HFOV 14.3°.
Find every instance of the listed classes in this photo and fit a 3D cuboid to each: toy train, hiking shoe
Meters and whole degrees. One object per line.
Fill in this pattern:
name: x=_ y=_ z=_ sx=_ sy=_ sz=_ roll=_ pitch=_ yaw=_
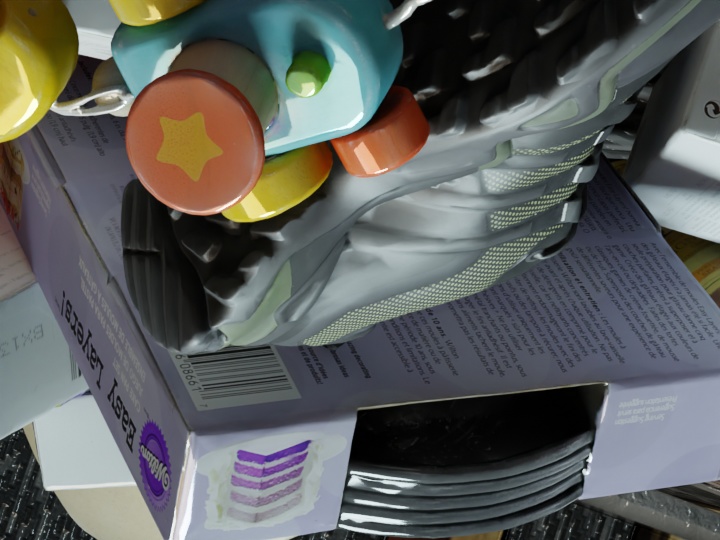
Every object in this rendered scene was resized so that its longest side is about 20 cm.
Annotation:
toy train: x=-0.072 y=-0.081 z=0.646 sx=0.200 sy=0.150 sz=0.056 roll=21 pitch=-141 yaw=6
hiking shoe: x=0.031 y=-0.045 z=0.732 sx=0.200 sy=0.076 sz=0.101 roll=-34 pitch=155 yaw=29

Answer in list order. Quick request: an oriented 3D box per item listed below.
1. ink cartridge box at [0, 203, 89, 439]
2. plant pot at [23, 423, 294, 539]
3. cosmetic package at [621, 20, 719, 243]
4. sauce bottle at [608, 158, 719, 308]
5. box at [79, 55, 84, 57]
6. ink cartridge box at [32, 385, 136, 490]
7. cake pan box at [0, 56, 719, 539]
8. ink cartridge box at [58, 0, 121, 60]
ink cartridge box: x=-0.172 y=0.003 z=0.956 sx=0.200 sy=0.050 sz=0.109 roll=12 pitch=-153 yaw=35
plant pot: x=-0.060 y=-0.009 z=1.088 sx=0.200 sy=0.200 sz=0.135 roll=13 pitch=145 yaw=42
cosmetic package: x=0.165 y=-0.028 z=0.887 sx=0.151 sy=0.052 sz=0.200 roll=20 pitch=175 yaw=1
sauce bottle: x=0.103 y=-0.004 z=1.059 sx=0.066 sy=0.066 sz=0.200 roll=22 pitch=-168 yaw=-34
box: x=-0.117 y=-0.081 z=0.852 sx=0.041 sy=0.039 sz=0.200 roll=-37 pitch=169 yaw=36
ink cartridge box: x=-0.001 y=0.035 z=0.953 sx=0.200 sy=0.039 sz=0.099 roll=-2 pitch=-161 yaw=11
cake pan box: x=0.000 y=0.000 z=0.878 sx=0.184 sy=0.052 sz=0.200 roll=-8 pitch=-141 yaw=-23
ink cartridge box: x=-0.031 y=-0.085 z=0.803 sx=0.200 sy=0.067 sz=0.117 roll=10 pitch=-178 yaw=-42
